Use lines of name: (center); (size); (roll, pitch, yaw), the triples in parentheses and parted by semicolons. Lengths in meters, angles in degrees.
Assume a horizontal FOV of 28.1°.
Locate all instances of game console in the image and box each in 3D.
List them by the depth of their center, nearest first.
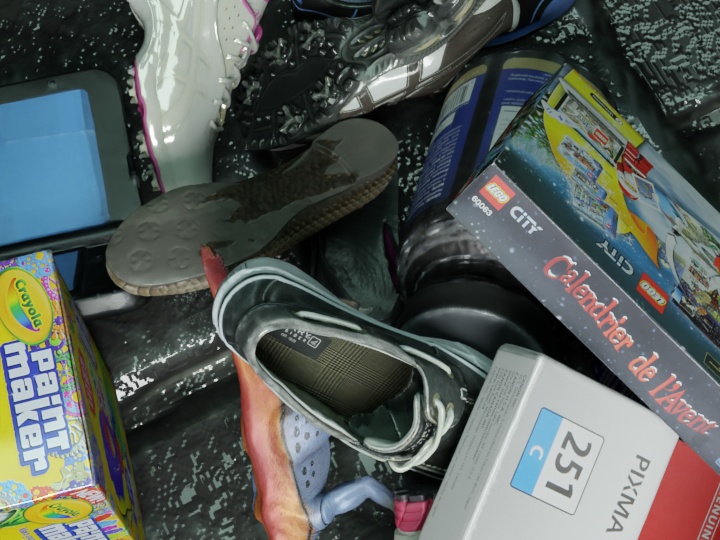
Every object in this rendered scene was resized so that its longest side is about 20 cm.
game console: (-0.229, -0.034, 0.840); (0.198, 0.176, 0.118); (-13, 107, -5)

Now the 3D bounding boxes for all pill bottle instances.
pill bottle: (0.081, -0.024, 0.814); (0.111, 0.112, 0.201); (15, 50, 5)

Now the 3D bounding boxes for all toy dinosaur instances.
toy dinosaur: (-0.048, 0.106, 0.776); (0.199, 0.105, 0.183); (24, 74, -33)

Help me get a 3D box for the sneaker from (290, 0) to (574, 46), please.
sneaker: (0.053, -0.188, 0.927); (0.198, 0.078, 0.071); (-14, 69, -6)

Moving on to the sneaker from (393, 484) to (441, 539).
sneaker: (0.098, 0.155, 0.770); (0.198, 0.080, 0.076); (7, 83, -31)

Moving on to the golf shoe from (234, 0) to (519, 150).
golf shoe: (0.011, -0.123, 0.885); (0.199, 0.094, 0.079); (-27, 62, 32)

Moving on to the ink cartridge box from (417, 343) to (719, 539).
ink cartridge box: (0.105, 0.162, 0.702); (0.175, 0.045, 0.202); (27, 83, -25)

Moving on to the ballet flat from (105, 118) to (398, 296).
ballet flat: (-0.057, -0.030, 0.819); (0.199, 0.047, 0.067); (-30, 63, -33)

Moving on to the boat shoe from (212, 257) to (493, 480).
boat shoe: (0.013, 0.066, 0.702); (0.199, 0.071, 0.072); (27, 109, -25)

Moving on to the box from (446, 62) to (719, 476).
box: (0.145, -0.001, 0.726); (0.200, 0.038, 0.137); (44, 36, -3)

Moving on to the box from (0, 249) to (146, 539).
box: (-0.223, 0.100, 0.742); (0.190, 0.200, 0.123); (-14, 69, -6)

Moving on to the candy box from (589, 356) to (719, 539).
candy box: (0.254, 0.094, 0.818); (0.168, 0.077, 0.201); (-25, 72, -11)

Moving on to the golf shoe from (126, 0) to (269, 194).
golf shoe: (-0.097, -0.131, 0.879); (0.090, 0.075, 0.203); (-6, 94, 0)

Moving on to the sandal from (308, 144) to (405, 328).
sandal: (-0.001, 0.000, 0.867); (0.074, 0.048, 0.203); (-8, 68, -5)
